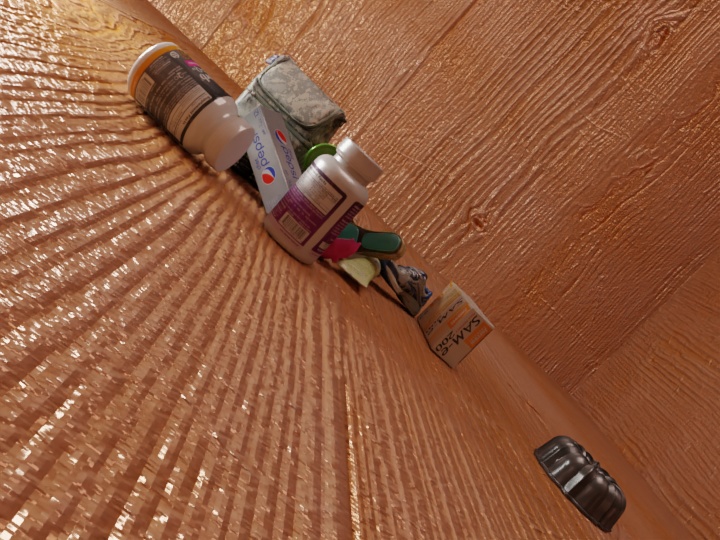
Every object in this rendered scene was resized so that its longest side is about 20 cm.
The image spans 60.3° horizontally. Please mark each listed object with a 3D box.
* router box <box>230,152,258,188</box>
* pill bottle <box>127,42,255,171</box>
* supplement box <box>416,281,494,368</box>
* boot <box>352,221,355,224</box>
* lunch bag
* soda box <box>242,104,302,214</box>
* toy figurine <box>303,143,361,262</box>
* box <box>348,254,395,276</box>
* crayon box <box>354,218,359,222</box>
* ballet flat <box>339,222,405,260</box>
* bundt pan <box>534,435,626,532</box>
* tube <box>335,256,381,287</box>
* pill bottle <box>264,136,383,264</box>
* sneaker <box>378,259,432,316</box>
[{"bbox_3d":[-0.257,-0.254,1.235,0.200,0.062,0.150,37,9,-40],"label":"router box"},{"bbox_3d":[-0.275,-0.266,1.020,0.200,0.116,0.116,44,8,3],"label":"pill bottle"},{"bbox_3d":[0.205,0.115,1.382,0.073,0.126,0.200,42,8,-13],"label":"supplement box"},{"bbox_3d":[-0.035,-0.130,1.494,0.074,0.098,0.200,-1,-13,26],"label":"boot"},{"bbox_3d":[-0.146,-0.324,1.282,0.200,0.168,0.139,45,2,9],"label":"lunch bag"},{"bbox_3d":[-0.160,-0.201,1.154,0.068,0.063,0.202,6,60,-59],"label":"soda box"},{"bbox_3d":[-0.054,-0.109,1.179,0.148,0.202,0.185,-5,39,-12],"label":"toy figurine"},{"bbox_3d":[0.026,-0.038,1.490,0.082,0.068,0.200,45,9,13],"label":"box"},{"bbox_3d":[-0.100,-0.195,1.726,0.125,0.052,0.200,33,12,-50],"label":"crayon box"},{"bbox_3d":[0.004,-0.059,1.323,0.198,0.072,0.071,11,-5,23],"label":"ballet flat"},{"bbox_3d":[0.444,0.410,1.231,0.202,0.076,0.202,43,7,-7],"label":"bundt pan"},{"bbox_3d":[0.000,0.000,1.269,0.200,0.057,0.053,-23,109,-78],"label":"tube"},{"bbox_3d":[-0.058,-0.118,1.028,0.112,0.200,0.112,42,8,-7],"label":"pill bottle"},{"bbox_3d":[0.105,0.017,1.425,0.077,0.085,0.200,50,0,45],"label":"sneaker"}]
